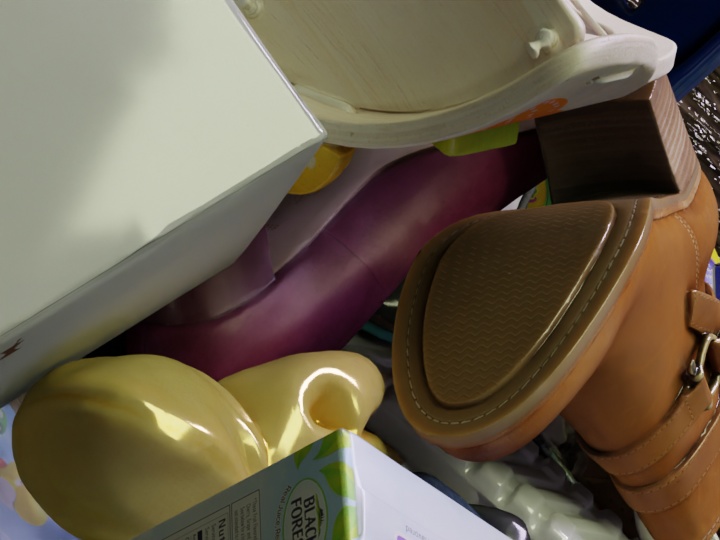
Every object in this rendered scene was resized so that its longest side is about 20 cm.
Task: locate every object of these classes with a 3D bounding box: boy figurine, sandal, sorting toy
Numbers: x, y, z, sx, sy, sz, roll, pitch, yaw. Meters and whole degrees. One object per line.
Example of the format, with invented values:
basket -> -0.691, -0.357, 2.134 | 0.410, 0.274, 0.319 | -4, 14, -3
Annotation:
boy figurine -> -0.026, 0.081, 0.807 | 0.200, 0.064, 0.125 | 30, 72, -49
sandal -> 0.014, 0.061, 0.942 | 0.202, 0.050, 0.082 | 41, 17, 23
sorting toy -> 0.020, -0.106, 0.836 | 0.200, 0.107, 0.180 | 53, 30, 18

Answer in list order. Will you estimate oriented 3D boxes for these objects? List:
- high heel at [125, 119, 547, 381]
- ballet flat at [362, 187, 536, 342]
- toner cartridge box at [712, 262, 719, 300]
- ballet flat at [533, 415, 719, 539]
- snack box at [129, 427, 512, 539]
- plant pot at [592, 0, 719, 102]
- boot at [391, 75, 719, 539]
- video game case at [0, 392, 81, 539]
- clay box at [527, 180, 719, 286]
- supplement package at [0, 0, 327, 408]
high heel -> 0.000, 0.000, 0.921 | 0.199, 0.067, 0.097 | -14, 108, -38
ballet flat -> 0.032, -0.031, 1.023 | 0.068, 0.069, 0.200 | 35, 17, 1
toner cartridge box -> 0.185, 0.100, 1.089 | 0.095, 0.043, 0.201 | 22, 62, -46
ballet flat -> 0.103, 0.070, 1.023 | 0.200, 0.069, 0.071 | 55, 6, 20
snack box -> 0.007, 0.132, 0.747 | 0.200, 0.142, 0.053 | 36, 38, -38
plant pot -> 0.099, -0.187, 1.205 | 0.200, 0.200, 0.180 | -5, 56, -56
boot -> 0.077, 0.037, 0.899 | 0.200, 0.076, 0.156 | -68, 146, -51
video game case -> -0.118, 0.080, 0.777 | 0.143, 0.017, 0.200 | 54, 29, 5
clay box -> 0.120, 0.031, 1.139 | 0.115, 0.048, 0.201 | 13, 46, -49
supplement package -> -0.121, -0.072, 0.758 | 0.117, 0.117, 0.201 | -31, 84, -23
